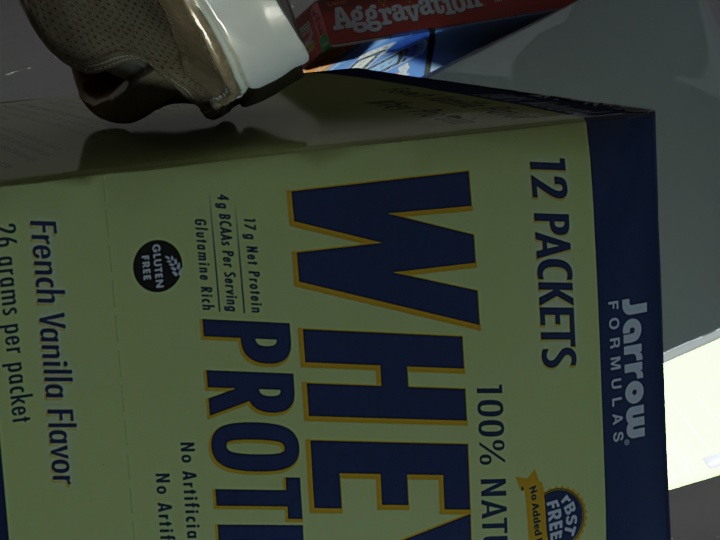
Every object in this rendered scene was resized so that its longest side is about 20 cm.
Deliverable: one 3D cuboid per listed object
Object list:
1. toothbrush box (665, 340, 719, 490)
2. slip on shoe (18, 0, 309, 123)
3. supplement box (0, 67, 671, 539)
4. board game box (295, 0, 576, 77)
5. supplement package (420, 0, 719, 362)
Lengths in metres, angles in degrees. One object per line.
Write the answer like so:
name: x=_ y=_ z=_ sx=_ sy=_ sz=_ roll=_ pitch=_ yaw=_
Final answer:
toothbrush box: x=0.161 y=0.037 z=1.203 sx=0.199 sy=0.086 sz=0.146 roll=-21 pitch=131 yaw=26
slip on shoe: x=-0.052 y=-0.071 z=0.528 sx=0.060 sy=0.077 sz=0.200 roll=-19 pitch=180 yaw=-1
supplement box: x=-0.047 y=0.022 z=0.640 sx=0.198 sy=0.135 sz=0.200 roll=-8 pitch=-169 yaw=-22
board game box: x=-0.012 y=-0.062 z=0.837 sx=0.102 sy=0.020 sz=0.200 roll=-14 pitch=171 yaw=-29
supplement package: x=0.117 y=-0.038 z=0.818 sx=0.119 sy=0.122 sz=0.200 roll=-25 pitch=177 yaw=25
